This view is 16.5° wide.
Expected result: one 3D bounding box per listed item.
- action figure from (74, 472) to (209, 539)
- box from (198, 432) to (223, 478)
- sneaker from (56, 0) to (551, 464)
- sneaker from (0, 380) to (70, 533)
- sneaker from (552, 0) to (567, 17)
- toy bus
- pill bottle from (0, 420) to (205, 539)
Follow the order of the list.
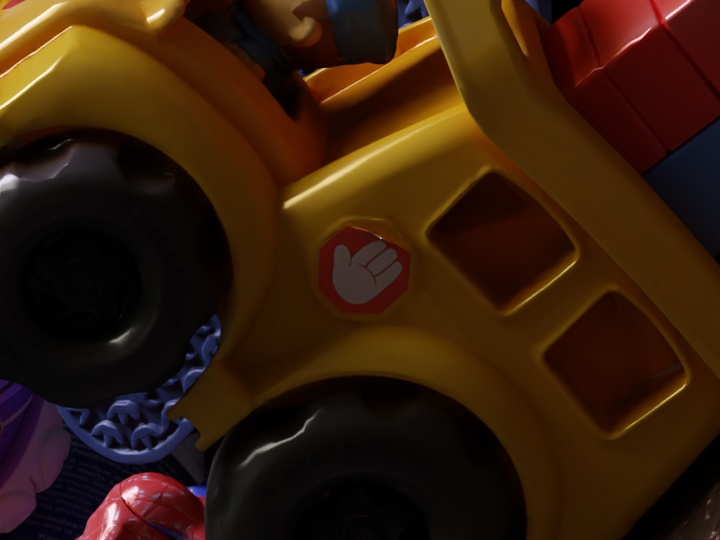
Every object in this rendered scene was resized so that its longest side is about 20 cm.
[{"bbox_3d":[-0.027,0.093,0.717,0.065,0.099,0.200,-52,-11,15],"label":"action figure"},{"bbox_3d":[-0.123,-0.038,0.978,0.199,0.166,0.164,11,51,25],"label":"box"},{"bbox_3d":[-0.013,-0.027,0.706,0.200,0.070,0.078,-45,-2,29],"label":"sneaker"},{"bbox_3d":[-0.114,-0.004,0.771,0.080,0.084,0.200,-5,41,16],"label":"sneaker"},{"bbox_3d":[0.056,-0.105,1.002,0.200,0.070,0.082,-30,45,60],"label":"sneaker"},{"bbox_3d":[0.016,-0.027,0.579,0.192,0.200,0.136,-40,17,15],"label":"toy bus"},{"bbox_3d":[-0.104,0.109,0.812,0.111,0.111,0.200,-47,13,21],"label":"pill bottle"}]
